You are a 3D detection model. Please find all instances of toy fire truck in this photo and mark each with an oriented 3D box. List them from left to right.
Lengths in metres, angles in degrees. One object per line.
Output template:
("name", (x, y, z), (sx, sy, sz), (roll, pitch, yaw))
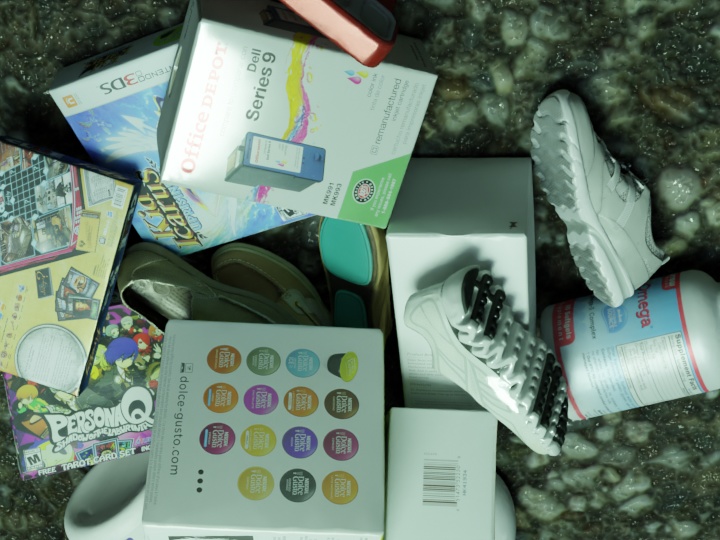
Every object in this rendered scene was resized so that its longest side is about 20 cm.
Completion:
("toy fire truck", (-0.047, -0.253, 0.969), (0.199, 0.169, 0.112), (36, 125, -18))

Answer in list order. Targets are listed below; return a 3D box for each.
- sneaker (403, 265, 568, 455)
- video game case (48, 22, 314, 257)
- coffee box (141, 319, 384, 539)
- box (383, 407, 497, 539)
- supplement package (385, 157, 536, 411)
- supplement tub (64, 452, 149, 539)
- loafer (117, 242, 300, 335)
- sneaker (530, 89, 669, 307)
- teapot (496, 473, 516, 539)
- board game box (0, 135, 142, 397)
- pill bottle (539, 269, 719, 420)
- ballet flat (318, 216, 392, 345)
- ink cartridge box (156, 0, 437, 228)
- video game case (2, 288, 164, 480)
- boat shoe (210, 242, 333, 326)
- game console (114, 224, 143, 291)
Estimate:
("sneaker", (0.111, 0.080, 1.115), (0.080, 0.076, 0.201), (-16, 123, 36))
("video game case", (-0.149, -0.114, 1.174), (0.179, 0.046, 0.201), (-15, 124, 22))
("coffee box", (-0.080, 0.184, 1.162), (0.195, 0.202, 0.201), (3, 142, -3))
("box", (0.066, 0.198, 1.226), (0.096, 0.126, 0.200), (2, 170, -2))
("supplement package", (0.096, 0.014, 1.180), (0.119, 0.120, 0.202), (1, 128, 10))
("supplement tub", (-0.209, 0.296, 1.437), (0.144, 0.146, 0.201), (-22, 121, 25))
("loafer", (-0.141, 0.049, 1.214), (0.198, 0.068, 0.077), (26, 121, -1))
("sneaker", (0.208, -0.072, 1.143), (0.081, 0.075, 0.202), (-30, 118, -12))
("teapot", (0.067, 0.289, 1.382), (0.198, 0.147, 0.199), (-13, 124, 20))
("board game box", (-0.286, -0.004, 1.183), (0.134, 0.035, 0.202), (18, 102, 0))
("pill bottle", (0.270, 0.063, 1.195), (0.198, 0.109, 0.109), (-16, 123, 20))
("ballet flat", (0.000, 0.000, 1.225), (0.068, 0.063, 0.202), (23, 136, 24))
("ink cartridge box", (-0.056, -0.132, 1.075), (0.197, 0.088, 0.147), (12, 118, -15))
("video game case", (-0.249, 0.106, 1.302), (0.197, 0.036, 0.183), (-11, 122, -18))
("boat shoe", (-0.069, 0.054, 1.275), (0.074, 0.067, 0.200), (-35, 115, 30))
("game console", (-0.300, 0.002, 1.307), (0.174, 0.116, 0.202), (17, 135, 37))
